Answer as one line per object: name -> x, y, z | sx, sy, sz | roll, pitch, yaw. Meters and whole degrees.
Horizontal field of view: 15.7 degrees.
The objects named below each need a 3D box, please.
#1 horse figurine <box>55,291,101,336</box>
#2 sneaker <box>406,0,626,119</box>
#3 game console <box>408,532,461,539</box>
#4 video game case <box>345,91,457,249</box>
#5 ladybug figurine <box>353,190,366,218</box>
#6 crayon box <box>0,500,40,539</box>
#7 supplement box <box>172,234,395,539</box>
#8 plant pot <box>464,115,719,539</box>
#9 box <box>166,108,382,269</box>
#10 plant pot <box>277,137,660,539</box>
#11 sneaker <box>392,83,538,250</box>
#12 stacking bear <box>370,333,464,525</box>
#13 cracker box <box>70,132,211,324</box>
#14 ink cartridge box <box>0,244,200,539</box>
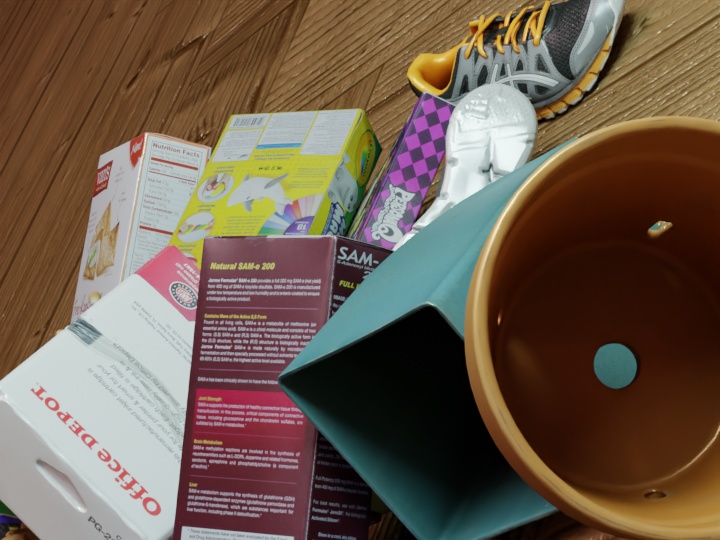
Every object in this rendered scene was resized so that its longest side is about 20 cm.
horse figurine -> -0.204, 0.113, 1.874 | 0.133, 0.050, 0.201 | -109, 29, -53
sneaker -> 0.108, -0.148, 1.821 | 0.200, 0.077, 0.079 | -34, 26, 44
game console -> 0.008, 0.238, 1.472 | 0.200, 0.031, 0.177 | -54, 19, 0
video game case -> 0.000, 0.000, 1.818 | 0.201, 0.036, 0.181 | -66, 4, -29
ladybug figurine -> -0.066, -0.031, 2.010 | 0.135, 0.072, 0.200 | -14, -6, -31
crayon box -> -0.218, 0.235, 1.724 | 0.058, 0.172, 0.201 | 2, 77, 66
supplement box -> -0.046, 0.082, 1.532 | 0.108, 0.061, 0.201 | 1, 83, 41
plant pot -> 0.141, 0.038, 1.274 | 0.201, 0.199, 0.140 | -59, 2, -13
box -> -0.070, -0.028, 1.853 | 0.117, 0.048, 0.201 | -1, 45, 29
plant pot -> 0.085, 0.029, 1.474 | 0.141, 0.141, 0.200 | -28, 19, 47
sneaker -> 0.071, -0.020, 1.738 | 0.082, 0.077, 0.201 | 72, -140, -73
stacking bear -> -0.006, 0.110, 1.601 | 0.201, 0.113, 0.121 | -56, 17, 2
cracker box -> -0.173, 0.005, 1.987 | 0.134, 0.057, 0.201 | 164, 117, -69
ink cartridge box -> -0.144, 0.098, 1.707 | 0.200, 0.145, 0.084 | -42, -5, -47
